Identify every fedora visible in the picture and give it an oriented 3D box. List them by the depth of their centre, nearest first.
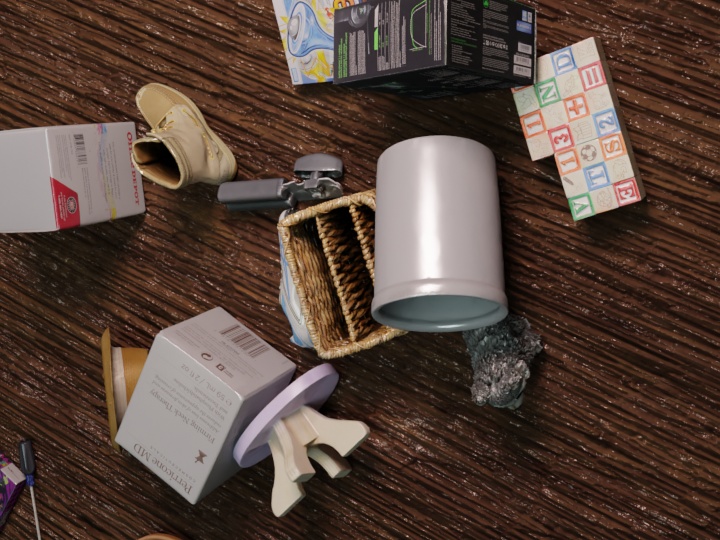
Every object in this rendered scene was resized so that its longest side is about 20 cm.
[{"bbox_3d":[-0.367,0.188,1.445,0.080,0.200,0.205,-6,100,-15],"label":"fedora"}]

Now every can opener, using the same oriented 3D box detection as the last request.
[{"bbox_3d":[-0.113,-0.128,1.316,0.196,0.053,0.068,-1,68,25],"label":"can opener"}]

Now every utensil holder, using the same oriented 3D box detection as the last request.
[{"bbox_3d":[0.096,-0.043,1.128,0.167,0.169,0.205,-8,71,25],"label":"utensil holder"}]

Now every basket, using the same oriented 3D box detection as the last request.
[{"bbox_3d":[0.000,0.000,1.225,0.140,0.148,0.204,-15,93,26],"label":"basket"}]

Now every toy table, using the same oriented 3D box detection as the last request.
[{"bbox_3d":[-0.082,0.247,1.304,0.201,0.183,0.118,-49,67,20],"label":"toy table"}]

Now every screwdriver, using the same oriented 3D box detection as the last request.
[{"bbox_3d":[-0.593,0.406,1.637,0.029,0.027,0.205,-3,97,53],"label":"screwdriver"}]

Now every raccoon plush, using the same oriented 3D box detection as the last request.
[{"bbox_3d":[0.151,0.092,1.180,0.200,0.134,0.097,45,115,10],"label":"raccoon plush"}]

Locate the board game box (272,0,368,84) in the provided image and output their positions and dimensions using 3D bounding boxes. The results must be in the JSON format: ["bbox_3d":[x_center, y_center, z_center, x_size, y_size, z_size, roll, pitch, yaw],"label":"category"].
[{"bbox_3d":[-0.051,-0.355,1.204,0.133,0.035,0.204,0,120,27],"label":"board game box"}]

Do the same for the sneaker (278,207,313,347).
[{"bbox_3d":[-0.094,0.013,1.315,0.071,0.071,0.205,-9,93,33],"label":"sneaker"}]

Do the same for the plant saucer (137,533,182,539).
[{"bbox_3d":[-0.320,0.540,1.537,0.196,0.037,0.205,5,101,23],"label":"plant saucer"}]

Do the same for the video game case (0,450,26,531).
[{"bbox_3d":[-0.729,0.404,1.697,0.180,0.036,0.202,39,113,12],"label":"video game case"}]

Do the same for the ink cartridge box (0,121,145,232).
[{"bbox_3d":[-0.447,-0.144,1.373,0.142,0.199,0.149,-1,99,26],"label":"ink cartridge box"}]

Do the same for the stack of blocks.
[{"bbox_3d":[0.267,-0.169,1.120,0.113,0.058,0.204,-17,93,26],"label":"stack of blocks"}]

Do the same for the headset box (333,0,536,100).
[{"bbox_3d":[0.083,-0.268,1.090,0.198,0.172,0.095,2,92,47],"label":"headset box"}]

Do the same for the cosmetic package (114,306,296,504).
[{"bbox_3d":[-0.230,0.197,1.358,0.166,0.166,0.203,33,113,15],"label":"cosmetic package"}]

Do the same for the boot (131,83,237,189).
[{"bbox_3d":[-0.286,-0.196,1.312,0.200,0.155,0.073,48,115,9],"label":"boot"}]
